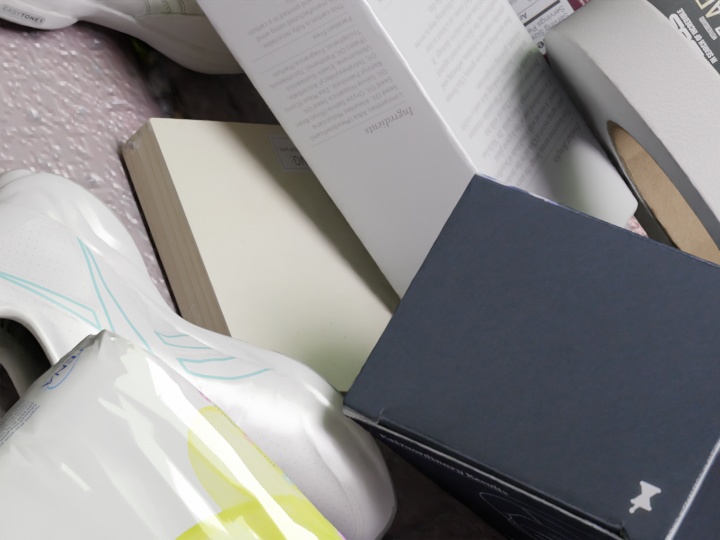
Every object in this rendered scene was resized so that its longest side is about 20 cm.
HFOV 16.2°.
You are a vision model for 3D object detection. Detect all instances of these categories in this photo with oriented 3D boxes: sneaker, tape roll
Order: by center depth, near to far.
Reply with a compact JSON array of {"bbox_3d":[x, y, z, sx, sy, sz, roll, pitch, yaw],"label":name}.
[{"bbox_3d":[-0.078,0.051,0.948,0.200,0.070,0.080,37,46,-4],"label":"sneaker"},{"bbox_3d":[0.147,-0.027,1.056,0.203,0.037,0.203,55,-1,2],"label":"tape roll"},{"bbox_3d":[-0.078,-0.140,1.072,0.200,0.100,0.075,4,51,-43],"label":"sneaker"}]

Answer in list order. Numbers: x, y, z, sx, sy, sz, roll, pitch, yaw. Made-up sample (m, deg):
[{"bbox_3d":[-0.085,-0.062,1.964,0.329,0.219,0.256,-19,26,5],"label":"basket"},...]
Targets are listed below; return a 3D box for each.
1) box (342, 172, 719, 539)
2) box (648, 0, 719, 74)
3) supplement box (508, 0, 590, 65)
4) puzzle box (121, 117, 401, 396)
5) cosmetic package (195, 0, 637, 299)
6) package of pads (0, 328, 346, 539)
[{"bbox_3d":[0.114,0.069,0.967,0.148,0.107,0.200,24,-10,35],"label":"box"},{"bbox_3d":[0.147,-0.164,1.270,0.200,0.044,0.160,52,12,-19],"label":"box"},{"bbox_3d":[0.049,-0.159,1.196,0.200,0.086,0.110,58,18,12],"label":"supplement box"},{"bbox_3d":[0.000,0.000,1.090,0.200,0.025,0.133,1,58,-43],"label":"puzzle box"},{"bbox_3d":[0.026,-0.072,1.063,0.200,0.071,0.101,56,36,-14],"label":"cosmetic package"},{"bbox_3d":[-0.064,0.135,0.832,0.200,0.068,0.155,44,71,-7],"label":"package of pads"}]
